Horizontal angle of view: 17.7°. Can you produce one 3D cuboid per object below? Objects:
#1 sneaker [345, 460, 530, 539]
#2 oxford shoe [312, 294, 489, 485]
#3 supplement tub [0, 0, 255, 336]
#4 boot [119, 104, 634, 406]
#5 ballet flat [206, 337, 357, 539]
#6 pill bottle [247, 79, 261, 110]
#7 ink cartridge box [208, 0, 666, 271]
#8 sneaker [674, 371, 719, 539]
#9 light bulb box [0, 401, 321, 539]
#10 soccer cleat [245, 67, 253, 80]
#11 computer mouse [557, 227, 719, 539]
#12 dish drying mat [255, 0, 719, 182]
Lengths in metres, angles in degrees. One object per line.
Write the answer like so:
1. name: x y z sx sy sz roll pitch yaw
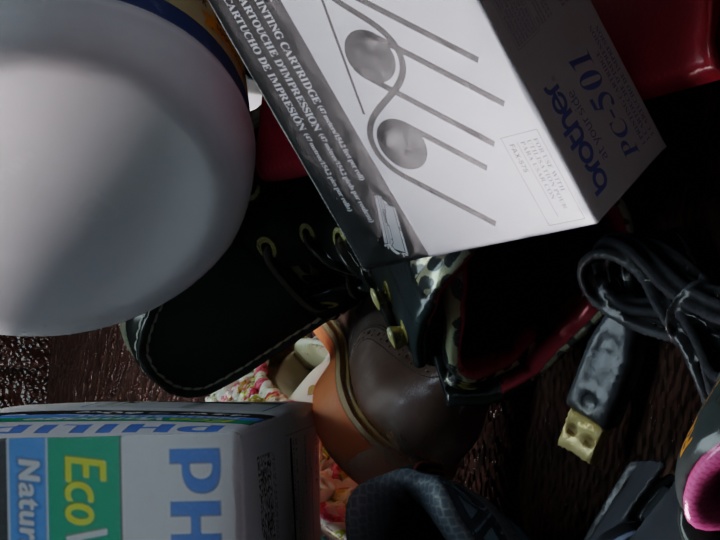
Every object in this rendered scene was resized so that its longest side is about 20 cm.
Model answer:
1. sneaker: 0.012 0.148 0.675 0.096 0.079 0.201 56 -153 -49
2. oxford shoe: 0.021 0.012 0.883 0.073 0.071 0.200 -52 24 19
3. supplement tub: -0.116 -0.092 0.807 0.200 0.144 0.145 -101 20 -43
4. boot: 0.000 -0.001 0.778 0.204 0.073 0.154 -42 31 16
5. ballet flat: -0.022 0.063 0.982 0.064 0.076 0.200 -57 19 1
6. pill bottle: -0.019 -0.170 1.012 0.113 0.112 0.201 -109 29 -64
7. ink cartridge box: -0.004 -0.099 0.635 0.094 0.200 0.044 -12 25 46
8. sneaker: 0.097 0.024 0.422 0.200 0.086 0.081 -98 20 -51
9. light bulb box: -0.082 0.144 0.771 0.200 0.124 0.199 13 -105 -84
10. soccer cleat: -0.038 -0.121 0.922 0.068 0.200 0.081 -45 -7 34
11. computer mouse: 0.064 0.084 0.641 0.140 0.046 0.201 -117 36 -67
12. dish drying mat: 0.038 -0.076 0.706 0.200 0.018 0.077 -10 71 49
